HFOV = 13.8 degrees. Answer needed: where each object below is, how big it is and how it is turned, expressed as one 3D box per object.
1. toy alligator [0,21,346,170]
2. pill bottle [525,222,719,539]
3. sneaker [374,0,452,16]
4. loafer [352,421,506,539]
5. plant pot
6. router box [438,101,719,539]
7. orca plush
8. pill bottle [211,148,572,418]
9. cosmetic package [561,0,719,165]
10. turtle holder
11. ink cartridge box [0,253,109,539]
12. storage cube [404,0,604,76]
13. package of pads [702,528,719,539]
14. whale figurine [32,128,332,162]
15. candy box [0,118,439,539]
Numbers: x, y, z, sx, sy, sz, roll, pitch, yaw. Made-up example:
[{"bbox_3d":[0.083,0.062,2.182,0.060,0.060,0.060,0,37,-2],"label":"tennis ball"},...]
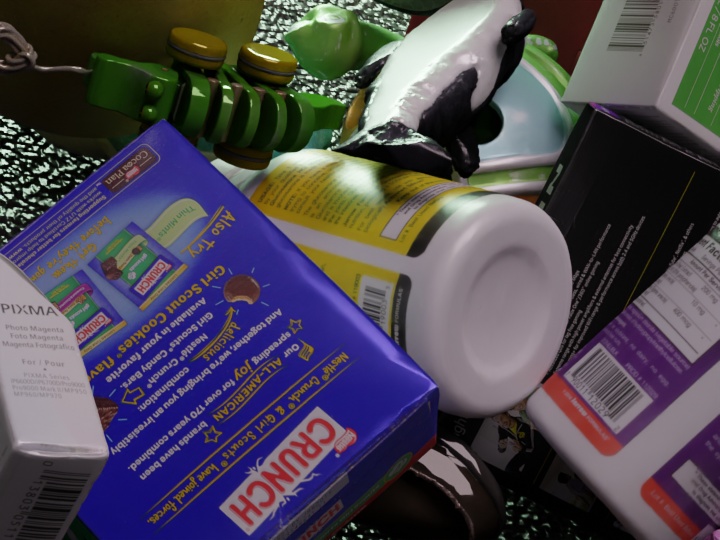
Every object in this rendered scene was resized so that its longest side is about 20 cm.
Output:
[{"bbox_3d":[-0.091,-0.085,1.468,0.200,0.059,0.054,9,19,-27],"label":"toy alligator"},{"bbox_3d":[0.189,0.041,1.472,0.111,0.200,0.111,48,2,-2],"label":"pill bottle"},{"bbox_3d":[0.083,-0.216,1.651,0.146,0.202,0.077,-46,113,-33],"label":"sneaker"},{"bbox_3d":[-0.025,0.098,1.485,0.200,0.073,0.071,25,51,4],"label":"loafer"},{"bbox_3d":[-0.129,-0.185,1.517,0.200,0.142,0.200,5,70,-15],"label":"plant pot"},{"bbox_3d":[0.141,0.034,1.553,0.149,0.200,0.051,27,5,-4],"label":"router box"},{"bbox_3d":[0.053,-0.081,1.524,0.071,0.105,0.200,62,15,-18],"label":"orca plush"},{"bbox_3d":[0.000,0.000,1.514,0.200,0.113,0.112,16,24,41],"label":"pill bottle"},{"bbox_3d":[0.218,-0.091,1.626,0.200,0.108,0.085,29,-12,-34],"label":"cosmetic package"},{"bbox_3d":[0.050,-0.075,1.640,0.132,0.141,0.186,-13,84,-56],"label":"turtle holder"},{"bbox_3d":[-0.180,0.061,1.340,0.057,0.163,0.200,10,41,-25],"label":"ink cartridge box"},{"bbox_3d":[0.154,-0.151,1.768,0.171,0.200,0.180,-5,37,-36],"label":"storage cube"},{"bbox_3d":[0.229,0.168,1.514,0.200,0.121,0.076,-14,60,-42],"label":"package of pads"},{"bbox_3d":[-0.100,-0.113,1.640,0.200,0.104,0.159,27,37,-8],"label":"whale figurine"},{"bbox_3d":[-0.088,0.056,1.415,0.169,0.077,0.200,-40,68,-15],"label":"candy box"}]
